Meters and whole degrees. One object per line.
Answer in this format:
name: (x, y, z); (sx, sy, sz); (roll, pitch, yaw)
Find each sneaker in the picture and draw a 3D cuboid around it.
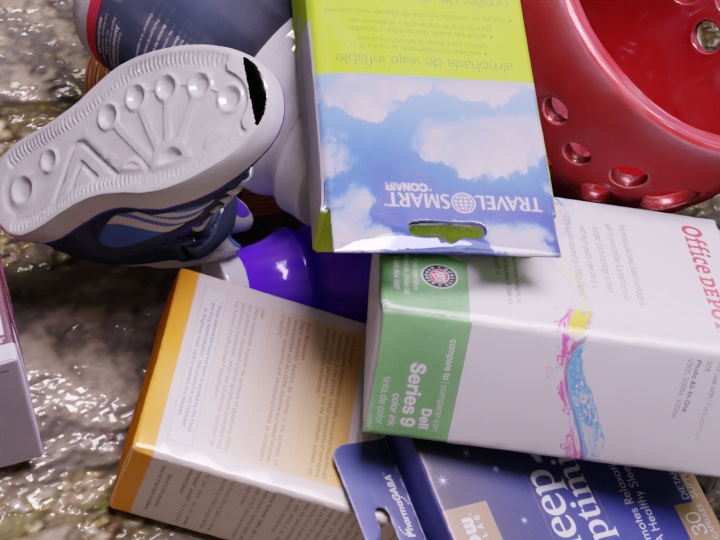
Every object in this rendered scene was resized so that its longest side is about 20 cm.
sneaker: (-0.089, -0.056, 0.806); (0.146, 0.200, 0.081); (11, 64, -55)

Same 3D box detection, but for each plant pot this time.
plant pot: (0.155, -0.122, 0.900); (0.200, 0.182, 0.201); (10, 65, -22)

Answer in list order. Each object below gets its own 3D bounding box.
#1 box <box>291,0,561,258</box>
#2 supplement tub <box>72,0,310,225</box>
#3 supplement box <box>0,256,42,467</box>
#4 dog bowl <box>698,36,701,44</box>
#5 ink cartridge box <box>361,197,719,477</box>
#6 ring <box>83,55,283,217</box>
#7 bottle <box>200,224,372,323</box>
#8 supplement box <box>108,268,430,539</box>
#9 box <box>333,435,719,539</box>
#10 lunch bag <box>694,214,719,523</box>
box: (0.031, -0.085, 0.768); (0.121, 0.048, 0.201); (1, 61, -11)
supplement tub: (-0.065, -0.136, 0.892); (0.200, 0.141, 0.140); (41, 50, 20)
supplement box: (-0.226, -0.001, 0.798); (0.061, 0.109, 0.200); (-12, 57, -12)
dog bowl: (0.152, -0.159, 1.095); (0.199, 0.079, 0.201); (10, 51, -13)
ink cartridge box: (0.104, 0.027, 0.793); (0.199, 0.088, 0.145); (6, 30, -2)
ring: (-0.085, -0.121, 0.980); (0.200, 0.019, 0.201); (2, 64, -4)
bottle: (0.000, 0.000, 0.918); (0.199, 0.065, 0.084); (-9, 52, -27)
supplement box: (-0.027, 0.093, 0.828); (0.199, 0.074, 0.126); (18, 50, -9)
box: (0.095, 0.125, 0.787); (0.199, 0.032, 0.121); (-8, 59, -28)
lunch bag: (0.250, 0.060, 0.920); (0.167, 0.140, 0.200); (5, 49, -7)
